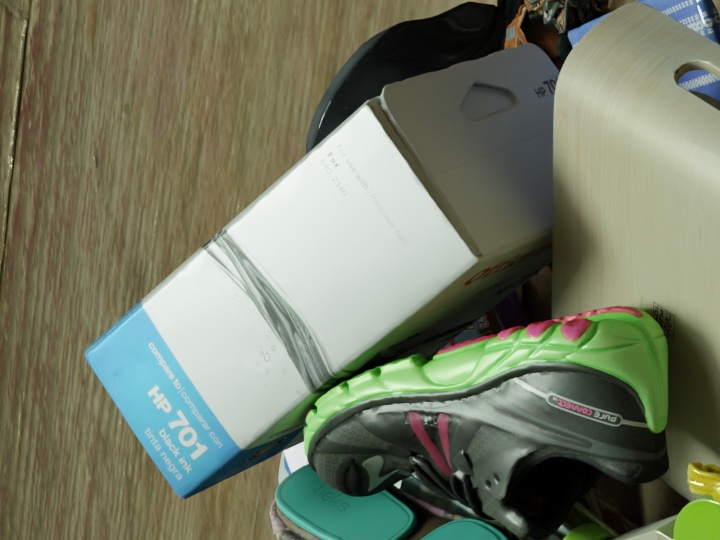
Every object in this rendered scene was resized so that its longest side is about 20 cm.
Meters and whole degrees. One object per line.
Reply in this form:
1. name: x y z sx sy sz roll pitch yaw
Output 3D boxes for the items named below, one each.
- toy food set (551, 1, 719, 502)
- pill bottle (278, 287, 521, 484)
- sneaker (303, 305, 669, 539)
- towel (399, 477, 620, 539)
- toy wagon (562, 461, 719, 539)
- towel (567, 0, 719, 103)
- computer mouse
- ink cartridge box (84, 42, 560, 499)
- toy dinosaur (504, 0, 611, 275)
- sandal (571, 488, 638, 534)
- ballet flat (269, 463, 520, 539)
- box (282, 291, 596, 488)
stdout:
1. toy food set: 0.142 0.010 0.991 0.143 0.060 0.200 38 142 44
2. pill bottle: 0.016 0.084 1.371 0.112 0.112 0.200 -122 37 -56
3. sneaker: 0.046 0.071 1.021 0.200 0.077 0.084 -19 82 52
4. towel: 0.074 0.184 1.141 0.171 0.048 0.200 39 135 27
5. toy wagon: 0.140 0.158 0.992 0.155 0.040 0.200 33 130 36
6. towel: 0.140 -0.018 1.068 0.145 0.024 0.200 170 84 -76
7. computer mouse: 0.046 -0.089 1.254 0.053 0.200 0.139 32 124 18
8. ink cartridge box: 0.000 0.000 1.097 0.200 0.146 0.086 -38 80 35
9. toy dinosaur: 0.100 -0.066 1.212 0.200 0.102 0.136 59 -154 -46
10. sandal: 0.114 0.153 1.173 0.078 0.070 0.212 0 110 47
11. ballet flat: 0.027 0.137 1.080 0.200 0.069 0.071 21 140 59
12. box: 0.028 0.075 1.253 0.137 0.039 0.200 -27 79 24
